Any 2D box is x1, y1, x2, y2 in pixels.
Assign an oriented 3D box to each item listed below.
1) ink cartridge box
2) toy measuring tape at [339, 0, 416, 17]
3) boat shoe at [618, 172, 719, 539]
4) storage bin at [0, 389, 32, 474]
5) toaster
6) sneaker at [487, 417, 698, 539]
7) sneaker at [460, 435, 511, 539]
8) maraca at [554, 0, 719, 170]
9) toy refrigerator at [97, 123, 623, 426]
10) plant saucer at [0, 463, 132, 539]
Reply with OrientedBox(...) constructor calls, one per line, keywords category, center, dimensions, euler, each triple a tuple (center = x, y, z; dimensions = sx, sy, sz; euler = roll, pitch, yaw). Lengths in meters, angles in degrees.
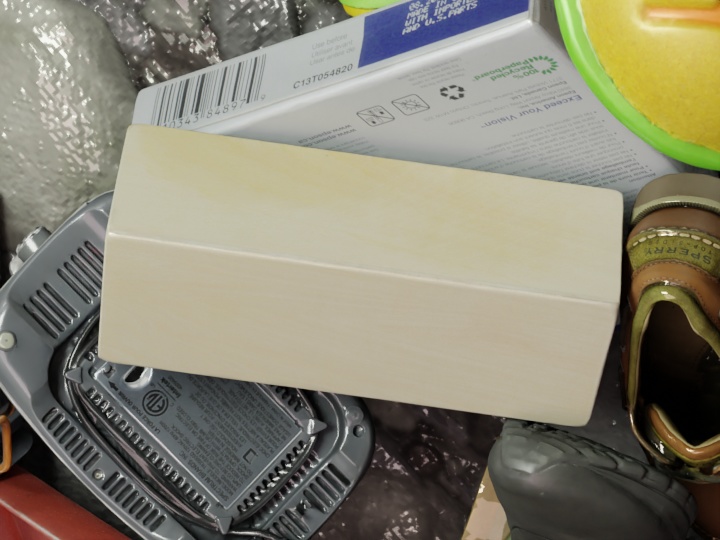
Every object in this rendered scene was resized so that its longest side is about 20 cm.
OrientedBox(category="ink cartridge box", center=(0.040, -0.034, 1.158), dimensions=(0.199, 0.041, 0.200), euler=(-16, 140, 30))
OrientedBox(category="toy measuring tape", center=(-0.014, -0.127, 1.134), dimensions=(0.199, 0.074, 0.074), euler=(-6, 115, 27))
OrientedBox(category="boat shoe", center=(0.136, 0.055, 1.144), dimensions=(0.071, 0.068, 0.201), euler=(-2, 135, 20))
OrientedBox(category="storage bin", center=(-0.229, 0.038, 1.258), dimensions=(0.145, 0.200, 0.135), euler=(12, 113, 19))
OrientedBox(category="toaster", center=(-0.075, 0.059, 1.217), dimensions=(0.200, 0.129, 0.114), euler=(44, 81, -3))
OrientedBox(category="sneaker", center=(0.100, 0.131, 1.164), dimensions=(0.076, 0.091, 0.200), euler=(18, 160, 36))
OrientedBox(category="sneaker", center=(0.079, 0.167, 1.268), dimensions=(0.089, 0.067, 0.201), euler=(17, 124, 6))
OrientedBox(category="maraca", center=(0.148, -0.127, 0.978), dimensions=(0.137, 0.200, 0.107), euler=(40, 165, -12))
OrientedBox(category="toy refrigerator", center=(0.000, 0.000, 1.111), dimensions=(0.198, 0.070, 0.076), euler=(8, 137, -1))
OrientedBox(category="plant saucer", center=(-0.115, 0.186, 1.325), dimensions=(0.199, 0.037, 0.201), euler=(25, 140, 49))
